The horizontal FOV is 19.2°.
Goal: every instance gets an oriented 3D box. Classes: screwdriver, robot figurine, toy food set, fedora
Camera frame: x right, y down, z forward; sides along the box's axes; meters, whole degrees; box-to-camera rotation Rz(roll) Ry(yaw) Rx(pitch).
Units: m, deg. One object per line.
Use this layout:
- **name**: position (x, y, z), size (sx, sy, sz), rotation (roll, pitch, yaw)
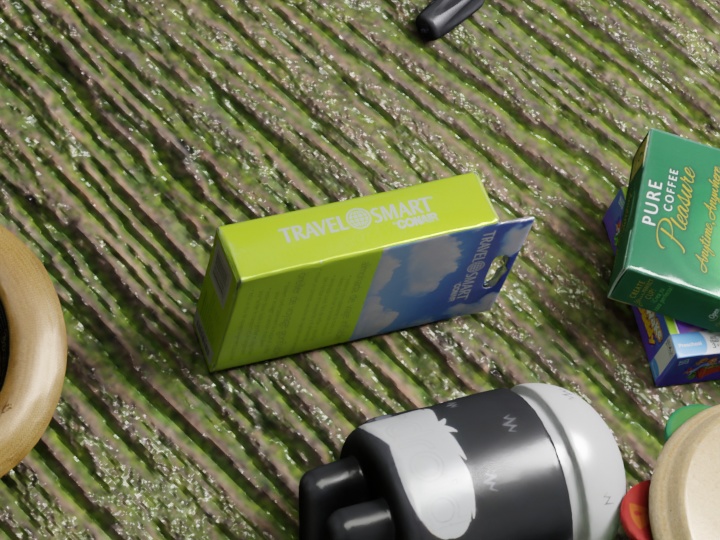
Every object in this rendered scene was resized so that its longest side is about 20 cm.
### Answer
- **screwdriver**: position (0.110, -0.228, 1.577), size (0.028, 0.029, 0.200), rotation (42, 56, 12)
- **robot figurine**: position (0.063, 0.142, 1.294), size (0.200, 0.125, 0.150), rotation (-14, 75, -21)
- **toy food set**: position (0.256, 0.162, 1.284), size (0.198, 0.049, 0.200), rotation (-7, 60, -27)
- **fedora**: position (-0.274, 0.053, 1.285), size (0.200, 0.082, 0.201), rotation (6, 65, -13)

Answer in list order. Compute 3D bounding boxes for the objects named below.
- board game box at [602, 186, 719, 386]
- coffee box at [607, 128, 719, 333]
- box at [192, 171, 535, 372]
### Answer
- **board game box**: position (0.283, 0.001, 1.473), size (0.200, 0.045, 0.135), rotation (-6, 62, -17)
- **coffee box**: position (0.271, -0.011, 1.424), size (0.200, 0.044, 0.123), rotation (16, 58, -5)
- **box**: position (0.000, 0.000, 1.358), size (0.200, 0.122, 0.048), rotation (-12, 63, -20)
